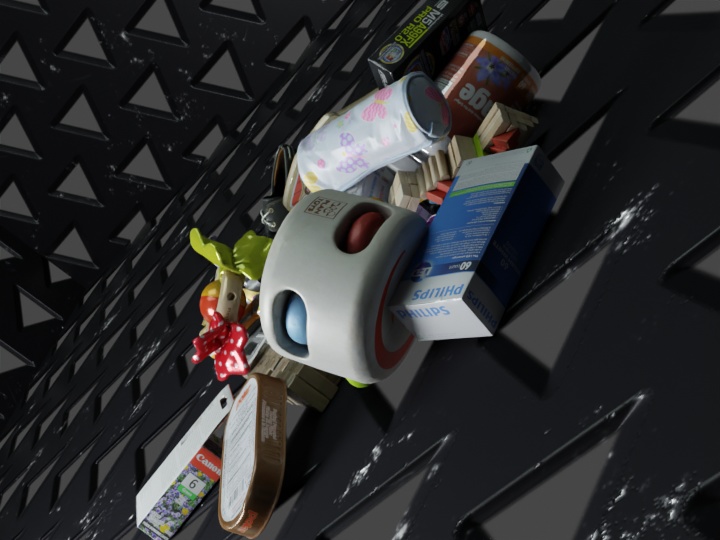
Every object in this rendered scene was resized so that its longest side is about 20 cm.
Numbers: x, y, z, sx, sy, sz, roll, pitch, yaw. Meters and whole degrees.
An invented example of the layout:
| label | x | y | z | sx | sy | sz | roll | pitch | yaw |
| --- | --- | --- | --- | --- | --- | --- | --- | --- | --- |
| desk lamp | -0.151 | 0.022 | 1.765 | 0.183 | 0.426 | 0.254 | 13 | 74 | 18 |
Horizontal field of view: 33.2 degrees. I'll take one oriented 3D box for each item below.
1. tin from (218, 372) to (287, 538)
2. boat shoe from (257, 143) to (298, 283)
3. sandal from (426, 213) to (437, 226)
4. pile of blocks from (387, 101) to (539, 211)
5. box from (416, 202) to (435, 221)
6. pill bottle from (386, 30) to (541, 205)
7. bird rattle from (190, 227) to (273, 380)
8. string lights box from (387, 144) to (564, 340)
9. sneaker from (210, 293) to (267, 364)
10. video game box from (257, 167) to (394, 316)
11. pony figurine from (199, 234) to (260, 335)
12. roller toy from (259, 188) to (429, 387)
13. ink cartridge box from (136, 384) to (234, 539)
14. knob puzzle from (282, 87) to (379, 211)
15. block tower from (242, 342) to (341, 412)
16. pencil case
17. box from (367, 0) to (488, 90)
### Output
| label | x | y | z | sx | sy | sz | roll | pitch | yaw |
| --- | --- | --- | --- | --- | --- | --- | --- | --- | --- |
| tin | -0.121 | 0.202 | 1.350 | 0.112 | 0.042 | 0.201 | -51 | 27 | 35 |
| boat shoe | -0.114 | -0.076 | 1.679 | 0.072 | 0.067 | 0.201 | 4 | 75 | 56 |
| sandal | 0.098 | -0.043 | 1.347 | 0.083 | 0.050 | 0.203 | -49 | 16 | 10 |
| pile of blocks | 0.120 | -0.108 | 1.386 | 0.199 | 0.082 | 0.062 | -33 | 40 | 23 |
| box | 0.000 | 0.000 | 1.512 | 0.200 | 0.044 | 0.160 | -54 | 16 | -9 |
| pill bottle | 0.122 | -0.184 | 1.479 | 0.200 | 0.112 | 0.112 | -53 | 16 | -2 |
| bird rattle | -0.173 | 0.047 | 1.598 | 0.163 | 0.112 | 0.201 | 140 | 130 | -75 |
| string lights box | 0.117 | -0.028 | 1.203 | 0.102 | 0.059 | 0.201 | -7 | 45 | 47 |
| sneaker | -0.118 | 0.068 | 1.678 | 0.200 | 0.077 | 0.078 | -41 | 18 | 14 |
| video game box | -0.040 | -0.042 | 1.529 | 0.200 | 0.047 | 0.183 | -43 | 15 | 29 |
| pony figurine | -0.156 | 0.014 | 1.802 | 0.199 | 0.167 | 0.193 | -32 | 22 | 7 |
| roller toy | -0.016 | 0.011 | 1.249 | 0.182 | 0.139 | 0.201 | 28 | -101 | -68 |
| ink cartridge box | -0.214 | 0.252 | 1.580 | 0.200 | 0.050 | 0.109 | -51 | 15 | 1 |
| knob puzzle | -0.014 | -0.133 | 1.607 | 0.220 | 0.219 | 0.030 | -49 | 52 | 11 |
| block tower | -0.083 | 0.129 | 1.474 | 0.054 | 0.058 | 0.200 | -55 | 18 | -12 |
| pencil case | 0.013 | -0.155 | 1.423 | 0.199 | 0.083 | 0.091 | -28 | 52 | 38 |
| box | 0.100 | -0.249 | 1.537 | 0.044 | 0.200 | 0.160 | 35 | 74 | 31 |
